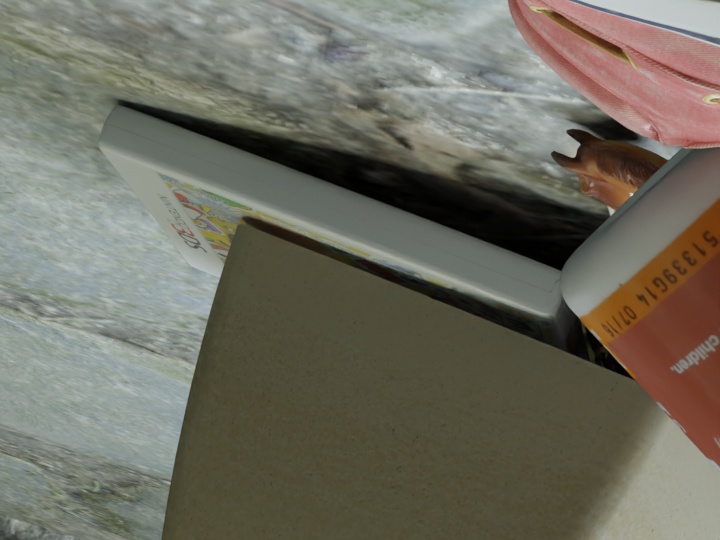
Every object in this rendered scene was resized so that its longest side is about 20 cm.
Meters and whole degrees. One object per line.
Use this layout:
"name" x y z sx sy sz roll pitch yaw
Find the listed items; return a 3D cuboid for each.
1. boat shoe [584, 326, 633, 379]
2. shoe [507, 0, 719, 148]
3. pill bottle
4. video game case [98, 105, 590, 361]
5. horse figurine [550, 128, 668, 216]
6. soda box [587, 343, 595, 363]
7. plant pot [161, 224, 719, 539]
"boat shoe" 0.126 0.032 1.045 0.071 0.060 0.200 17 167 -2
"shoe" 0.124 -0.061 0.641 0.199 0.072 0.091 19 170 13
"pill bottle" 0.160 0.039 0.737 0.200 0.112 0.112 48 166 1
"video game case" 0.000 0.000 1.098 0.199 0.023 0.182 21 169 13
"horse figurine" 0.158 0.024 0.863 0.133 0.050 0.200 48 180 -40
"soda box" 0.183 0.087 1.188 0.199 0.068 0.064 10 167 23
"plant pot" 0.025 0.122 1.079 0.199 0.178 0.200 22 170 24
